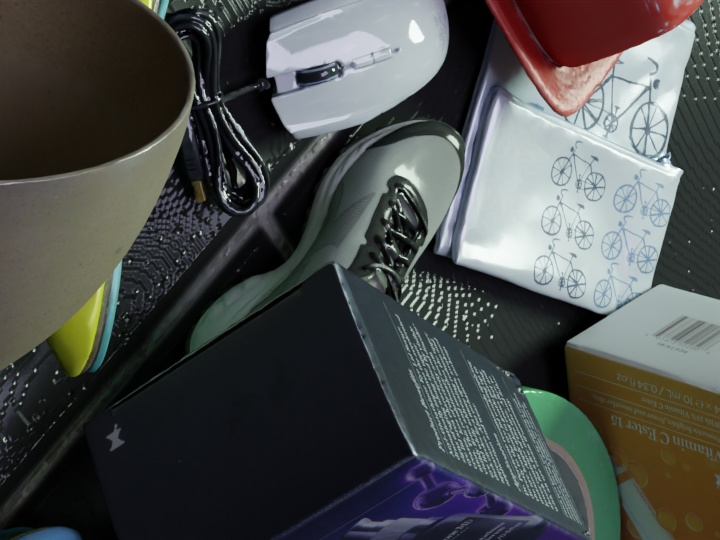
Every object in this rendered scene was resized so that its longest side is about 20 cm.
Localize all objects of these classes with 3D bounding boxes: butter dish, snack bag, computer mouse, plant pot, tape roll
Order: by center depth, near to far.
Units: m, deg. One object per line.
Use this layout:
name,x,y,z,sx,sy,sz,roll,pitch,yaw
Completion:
plant pot,-0.174,-0.032,0.781,0.200,0.200,0.135,-20,135,-41
computer mouse,-0.015,-0.107,1.003,0.200,0.044,0.110,-30,116,-37
butter dish,0.151,-0.214,1.060,0.199,0.148,0.200,-54,126,-31
tape roll,0.069,0.163,1.127,0.200,0.048,0.201,-10,104,-43
snack bag,0.131,-0.081,1.166,0.189,0.021,0.200,19,83,-44

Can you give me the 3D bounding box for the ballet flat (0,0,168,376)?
ballet flat,-0.135,-0.054,0.892,0.067,0.067,0.200,12,86,-23

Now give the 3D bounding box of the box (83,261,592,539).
box,-0.007,0.101,0.922,0.200,0.148,0.104,30,31,-55

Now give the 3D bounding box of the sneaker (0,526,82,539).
sneaker,-0.147,0.194,0.908,0.080,0.131,0.200,-15,144,-39

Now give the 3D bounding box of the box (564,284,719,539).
box,0.207,0.127,1.190,0.097,0.124,0.200,-28,121,-37

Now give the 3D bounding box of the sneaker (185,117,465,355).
sneaker,0.000,0.000,1.012,0.200,0.079,0.074,-51,126,-27
